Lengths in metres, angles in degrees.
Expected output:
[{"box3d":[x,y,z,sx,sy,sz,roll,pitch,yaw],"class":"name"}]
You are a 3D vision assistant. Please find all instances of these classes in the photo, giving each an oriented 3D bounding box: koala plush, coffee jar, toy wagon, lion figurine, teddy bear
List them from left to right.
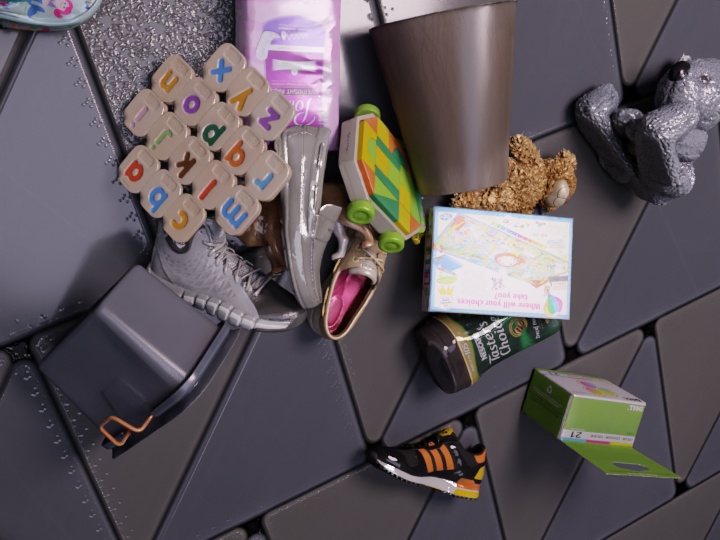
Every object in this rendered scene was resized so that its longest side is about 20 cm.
[{"box3d":[-0.074,-0.066,0.870,0.197,0.072,0.125,-14,86,-15],"class":"lion figurine"},{"box3d":[0.037,-0.101,0.882,0.200,0.039,0.157,41,43,-45],"class":"toy wagon"},{"box3d":[0.177,0.084,1.012,0.198,0.085,0.106,-29,111,-12],"class":"coffee jar"},{"box3d":[0.213,-0.114,0.987,0.197,0.067,0.147,16,99,-24],"class":"teddy bear"},{"box3d":[0.440,-0.216,1.007,0.200,0.177,0.184,-46,126,-6],"class":"koala plush"}]

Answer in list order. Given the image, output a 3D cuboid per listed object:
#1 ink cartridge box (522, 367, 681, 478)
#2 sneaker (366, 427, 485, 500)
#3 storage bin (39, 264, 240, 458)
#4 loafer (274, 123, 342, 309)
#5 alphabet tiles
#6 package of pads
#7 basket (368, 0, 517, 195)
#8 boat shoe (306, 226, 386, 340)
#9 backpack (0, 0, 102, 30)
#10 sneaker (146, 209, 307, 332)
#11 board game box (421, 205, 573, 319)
[{"box3d":[0.357,0.221,1.055,0.146,0.200,0.077,11,99,-24],"class":"ink cartridge box"},{"box3d":[0.099,0.265,1.043,0.198,0.070,0.091,24,79,-25],"class":"sneaker"},{"box3d":[-0.254,0.100,0.784,0.134,0.146,0.199,44,128,-14],"class":"storage bin"},{"box3d":[-0.054,-0.059,0.798,0.068,0.070,0.204,-5,99,-1],"class":"loafer"},{"box3d":[-0.169,-0.137,0.784,0.200,0.015,0.196,44,97,12],"class":"alphabet tiles"},{"box3d":[-0.085,-0.238,0.831,0.118,0.076,0.204,-2,104,-18],"class":"package of pads"},{"box3d":[0.109,-0.202,0.867,0.177,0.136,0.204,-3,105,22],"class":"basket"},{"box3d":[0.000,0.000,0.928,0.073,0.069,0.203,23,94,-25],"class":"boat shoe"},{"box3d":[-0.333,-0.320,0.677,0.197,0.150,0.181,6,100,-28],"class":"backpack"},{"box3d":[-0.148,-0.009,0.817,0.197,0.075,0.117,16,113,4],"class":"sneaker"},{"box3d":[0.182,-0.008,0.952,0.196,0.034,0.137,4,87,-12],"class":"board game box"}]
